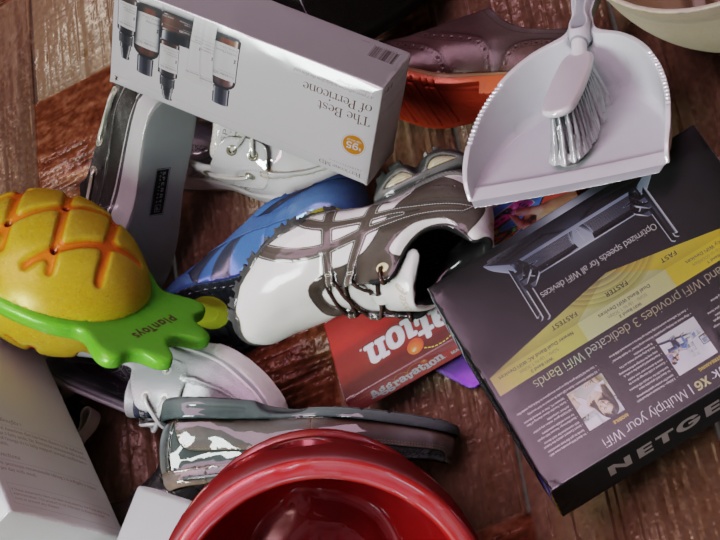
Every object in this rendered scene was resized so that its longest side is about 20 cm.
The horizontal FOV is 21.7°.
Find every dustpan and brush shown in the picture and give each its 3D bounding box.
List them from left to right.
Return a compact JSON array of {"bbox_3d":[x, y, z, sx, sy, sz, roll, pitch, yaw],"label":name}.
[{"bbox_3d":[0.142,-0.130,1.220,0.138,0.058,0.201,-10,32,25],"label":"dustpan and brush"}]

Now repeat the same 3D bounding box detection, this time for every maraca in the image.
[{"bbox_3d":[-0.196,0.011,1.297,0.199,0.137,0.108,29,123,20],"label":"maraca"}]

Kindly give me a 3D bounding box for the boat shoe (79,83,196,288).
[{"bbox_3d":[-0.174,-0.050,1.400,0.063,0.070,0.202,28,109,36],"label":"boat shoe"}]

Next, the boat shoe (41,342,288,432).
[{"bbox_3d":[-0.141,0.081,1.320,0.199,0.073,0.068,25,44,28],"label":"boat shoe"}]

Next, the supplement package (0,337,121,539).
[{"bbox_3d":[-0.267,0.131,1.278,0.117,0.117,0.201,-43,54,17],"label":"supplement package"}]

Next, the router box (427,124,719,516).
[{"bbox_3d":[0.164,0.029,1.147,0.199,0.052,0.158,-31,61,0],"label":"router box"}]

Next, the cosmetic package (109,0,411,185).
[{"bbox_3d":[-0.070,-0.134,1.250,0.198,0.083,0.051,22,44,14],"label":"cosmetic package"}]

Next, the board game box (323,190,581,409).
[{"bbox_3d":[0.066,0.007,1.263,0.199,0.019,0.104,-31,46,13],"label":"board game box"}]

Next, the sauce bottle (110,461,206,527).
[{"bbox_3d":[-0.188,0.210,1.313,0.200,0.066,0.066,-47,51,6],"label":"sauce bottle"}]

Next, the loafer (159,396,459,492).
[{"bbox_3d":[-0.035,0.122,1.234,0.197,0.072,0.064,4,78,6],"label":"loafer"}]

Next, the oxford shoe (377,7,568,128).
[{"bbox_3d":[0.068,-0.146,1.328,0.198,0.071,0.073,10,69,25],"label":"oxford shoe"}]

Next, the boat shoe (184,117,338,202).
[{"bbox_3d":[-0.087,-0.095,1.396,0.198,0.069,0.072,0,65,32],"label":"boat shoe"}]

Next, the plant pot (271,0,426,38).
[{"bbox_3d":[-0.075,-0.234,1.337,0.198,0.201,0.178,-8,34,30],"label":"plant pot"}]

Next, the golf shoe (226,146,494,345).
[{"bbox_3d":[0.000,0.000,1.245,0.199,0.078,0.095,-34,42,10],"label":"golf shoe"}]

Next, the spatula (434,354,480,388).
[{"bbox_3d":[0.111,0.067,1.213,0.199,0.021,0.057,27,81,46],"label":"spatula"}]

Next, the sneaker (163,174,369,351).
[{"bbox_3d":[-0.074,-0.004,1.357,0.199,0.066,0.079,-32,28,22],"label":"sneaker"}]

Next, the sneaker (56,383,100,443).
[{"bbox_3d":[-0.269,0.087,1.418,0.130,0.079,0.199,-49,51,1],"label":"sneaker"}]

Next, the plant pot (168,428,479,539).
[{"bbox_3d":[-0.019,0.193,1.112,0.198,0.183,0.203,0,95,1],"label":"plant pot"}]

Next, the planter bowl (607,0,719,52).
[{"bbox_3d":[0.245,-0.221,1.204,0.198,0.135,0.202,-15,60,27],"label":"planter bowl"}]

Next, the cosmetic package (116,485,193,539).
[{"bbox_3d":[-0.132,0.255,1.233,0.073,0.102,0.202,10,72,35],"label":"cosmetic package"}]
